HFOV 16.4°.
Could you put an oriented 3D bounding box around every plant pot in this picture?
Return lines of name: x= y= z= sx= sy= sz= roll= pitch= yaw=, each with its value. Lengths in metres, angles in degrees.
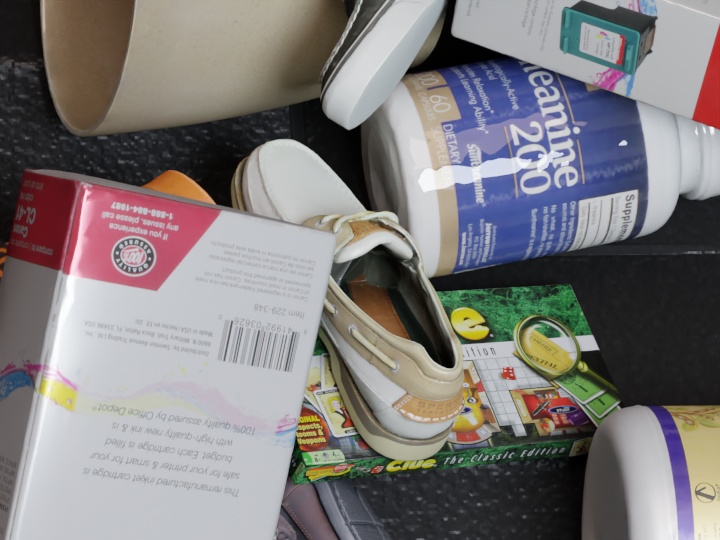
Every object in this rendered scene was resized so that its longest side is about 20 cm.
plant pot: x=-0.059 y=-0.166 z=1.400 sx=0.199 sy=0.187 sz=0.188 roll=0 pitch=63 yaw=-24

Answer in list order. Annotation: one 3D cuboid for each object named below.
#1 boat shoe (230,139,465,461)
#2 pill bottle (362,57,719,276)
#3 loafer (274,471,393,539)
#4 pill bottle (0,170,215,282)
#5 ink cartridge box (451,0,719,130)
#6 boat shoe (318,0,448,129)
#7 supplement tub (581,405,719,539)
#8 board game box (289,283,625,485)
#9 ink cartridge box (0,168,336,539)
boat shoe: x=0.000 y=0.000 z=1.304 sx=0.075 sy=0.068 sz=0.200 roll=-14 pitch=57 yaw=-33
pill bottle: x=0.109 y=-0.067 z=1.385 sx=0.199 sy=0.111 sz=0.111 roll=-11 pitch=66 yaw=-11
loafer: x=-0.036 y=0.124 z=1.319 sx=0.063 sy=0.072 sz=0.200 roll=-37 pitch=67 yaw=10
pill bottle: x=-0.157 y=0.029 z=1.321 sx=0.200 sy=0.106 sz=0.106 roll=-36 pitch=73 yaw=-21
ink cartridge box: x=0.162 y=-0.144 z=1.328 sx=0.199 sy=0.067 sz=0.116 roll=20 pitch=39 yaw=11
boat shoe: x=0.015 y=-0.155 z=1.321 sx=0.064 sy=0.071 sz=0.200 roll=28 pitch=53 yaw=3
supplement tub: x=0.223 y=0.141 z=1.288 sx=0.199 sy=0.145 sz=0.146 roll=0 pitch=64 yaw=-7
board game box: x=0.042 y=0.058 z=1.336 sx=0.199 sy=0.023 sz=0.105 roll=-4 pitch=51 yaw=-27
ink cartridge box: x=-0.110 y=0.061 z=1.242 sx=0.147 sy=0.086 sz=0.201 roll=12 pitch=92 yaw=-31
